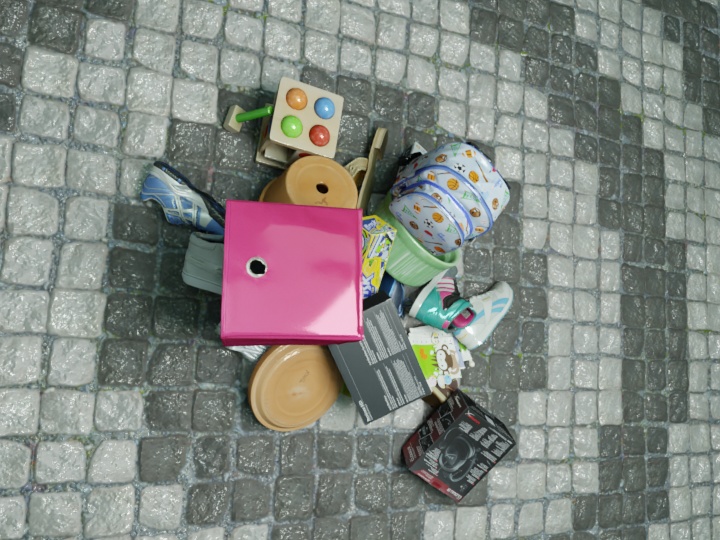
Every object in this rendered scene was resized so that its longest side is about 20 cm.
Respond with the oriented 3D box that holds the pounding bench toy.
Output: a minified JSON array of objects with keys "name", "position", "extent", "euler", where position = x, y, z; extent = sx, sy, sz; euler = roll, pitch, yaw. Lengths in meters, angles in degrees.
[{"name":"pounding bench toy","position":[-0.152,-0.281,1.019],"extent":[0.198,0.156,0.126],"euler":[12,79,-20]}]

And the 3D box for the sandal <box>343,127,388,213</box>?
[{"name":"sandal","position":[-0.002,-0.213,1.137],"extent":[0.069,0.078,0.214],"euler":[14,70,12]}]

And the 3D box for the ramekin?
[{"name":"ramekin","position":[0.100,-0.065,1.090],"extent":[0.199,0.098,0.201],"euler":[33,34,-26]}]

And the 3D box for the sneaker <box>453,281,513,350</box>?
[{"name":"sneaker","position":[0.273,0.083,1.194],"extent":[0.081,0.076,0.200],"euler":[45,55,-2]}]

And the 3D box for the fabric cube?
[{"name":"fabric cube","position":[-0.111,0.016,0.829],"extent":[0.197,0.200,0.199],"euler":[3,79,-13]}]

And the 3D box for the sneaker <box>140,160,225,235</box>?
[{"name":"sneaker","position":[-0.314,-0.112,0.995],"extent":[0.200,0.076,0.077],"euler":[40,95,-14]}]

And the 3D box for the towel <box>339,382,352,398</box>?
[{"name":"towel","position":[0.013,0.160,1.076],"extent":[0.018,0.085,0.202],"euler":[16,87,-52]}]

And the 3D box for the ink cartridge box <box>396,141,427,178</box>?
[{"name":"ink cartridge box","position":[0.164,-0.163,1.141],"extent":[0.198,0.043,0.201],"euler":[40,32,-15]}]

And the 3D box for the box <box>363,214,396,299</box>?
[{"name":"box","position":[0.000,0.000,1.021],"extent":[0.070,0.064,0.202],"euler":[-15,132,-42]}]

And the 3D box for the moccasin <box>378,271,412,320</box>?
[{"name":"moccasin","position":[0.059,0.088,1.126],"extent":[0.068,0.080,0.202],"euler":[17,93,-24]}]

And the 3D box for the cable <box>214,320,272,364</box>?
[{"name":"cable","position":[-0.159,0.087,1.033],"extent":[0.199,0.069,0.201],"euler":[31,74,-18]}]

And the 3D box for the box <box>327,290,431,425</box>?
[{"name":"box","position":[0.026,0.160,0.994],"extent":[0.140,0.079,0.202],"euler":[-25,103,-5]}]

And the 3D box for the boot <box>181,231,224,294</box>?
[{"name":"boot","position":[-0.215,-0.005,0.938],"extent":[0.198,0.074,0.097],"euler":[14,107,1]}]

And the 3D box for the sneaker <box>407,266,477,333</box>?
[{"name":"sneaker","position":[0.193,0.062,1.124],"extent":[0.120,0.084,0.200],"euler":[33,42,12]}]

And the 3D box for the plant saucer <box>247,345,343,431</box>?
[{"name":"plant saucer","position":[-0.115,0.216,1.013],"extent":[0.199,0.032,0.203],"euler":[-13,115,-30]}]

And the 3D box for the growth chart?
[{"name":"growth chart","position":[0.165,0.174,1.138],"extent":[0.199,0.018,0.146],"euler":[-9,71,-39]}]

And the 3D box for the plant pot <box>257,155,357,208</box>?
[{"name":"plant pot","position":[-0.091,-0.120,1.010],"extent":[0.198,0.140,0.202],"euler":[10,61,-20]}]

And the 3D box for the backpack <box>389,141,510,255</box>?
[{"name":"backpack","position":[0.157,-0.129,0.942],"extent":[0.200,0.190,0.155],"euler":[39,61,-14]}]

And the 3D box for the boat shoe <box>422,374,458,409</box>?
[{"name":"boat shoe","position":[0.178,0.257,1.158],"extent":[0.199,0.072,0.072],"euler":[39,61,-16]}]

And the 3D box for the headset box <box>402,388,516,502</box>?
[{"name":"headset box","position":[0.196,0.372,1.111],"extent":[0.148,0.077,0.200],"euler":[37,102,-17]}]
